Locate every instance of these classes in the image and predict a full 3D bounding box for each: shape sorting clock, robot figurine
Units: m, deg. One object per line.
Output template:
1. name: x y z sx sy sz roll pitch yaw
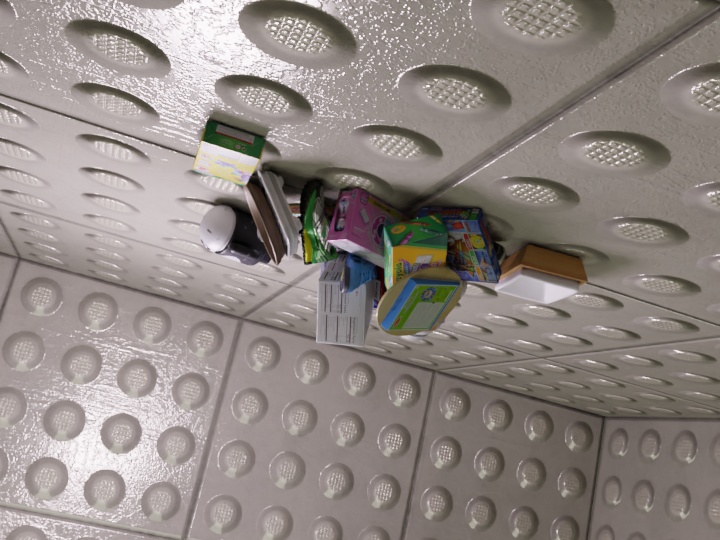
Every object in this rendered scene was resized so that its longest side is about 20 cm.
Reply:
1. shape sorting clock: 0.124 0.066 1.663 0.200 0.200 0.039 30 -158 -50
2. robot figurine: -0.304 -0.084 1.955 0.200 0.125 0.150 22 161 -35

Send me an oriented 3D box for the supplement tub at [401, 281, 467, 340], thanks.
1. supplement tub: 0.160 0.067 1.940 0.144 0.145 0.200 17 133 -16

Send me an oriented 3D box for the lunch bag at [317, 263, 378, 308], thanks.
1. lunch bag: -0.004 0.028 2.052 0.199 0.151 0.094 11 129 -7

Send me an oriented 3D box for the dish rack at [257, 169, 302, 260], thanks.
1. dish rack: -0.168 -0.121 1.673 0.043 0.172 0.200 -22 171 -11

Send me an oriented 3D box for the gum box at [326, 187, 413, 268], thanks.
1. gum box: 0.024 -0.087 1.669 0.066 0.114 0.200 -2 160 46

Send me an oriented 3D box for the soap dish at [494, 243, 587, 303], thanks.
1. soap dish: 0.403 0.010 1.777 0.157 0.081 0.200 14 166 -6

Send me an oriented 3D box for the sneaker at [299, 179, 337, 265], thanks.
1. sneaker: -0.086 -0.105 1.667 0.085 0.078 0.200 -6 128 -7

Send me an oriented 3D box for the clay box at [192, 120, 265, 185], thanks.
1. clay box: -0.261 -0.223 1.529 0.115 0.048 0.200 16 167 -14

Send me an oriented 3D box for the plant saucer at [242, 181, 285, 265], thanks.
1. plant saucer: -0.210 -0.107 1.720 0.029 0.200 0.200 -23 170 -9

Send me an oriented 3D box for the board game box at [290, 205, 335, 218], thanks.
1. board game box: -0.074 -0.122 1.809 0.200 0.030 0.095 2 163 31

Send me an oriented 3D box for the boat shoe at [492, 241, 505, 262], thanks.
1. boat shoe: 0.224 -0.040 1.759 0.201 0.072 0.061 -5 149 34

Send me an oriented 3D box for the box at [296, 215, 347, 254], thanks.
1. box: -0.036 -0.076 1.811 0.160 0.044 0.200 5 170 27

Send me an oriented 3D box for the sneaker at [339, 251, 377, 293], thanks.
1. sneaker: 0.000 0.000 1.705 0.078 0.066 0.200 16 -160 0

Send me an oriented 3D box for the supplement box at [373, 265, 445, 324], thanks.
1. supplement box: 0.114 0.045 1.824 0.061 0.109 0.200 -9 -158 -35

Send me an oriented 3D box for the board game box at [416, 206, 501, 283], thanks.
1. board game box: 0.211 -0.052 1.656 0.135 0.035 0.200 5 142 29

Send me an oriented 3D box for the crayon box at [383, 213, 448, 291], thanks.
1. crayon box: 0.113 -0.023 1.626 0.118 0.058 0.200 -14 144 -8

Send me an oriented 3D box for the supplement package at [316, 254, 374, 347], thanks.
1. supplement package: -0.031 0.067 1.846 0.111 0.156 0.200 5 -161 7
